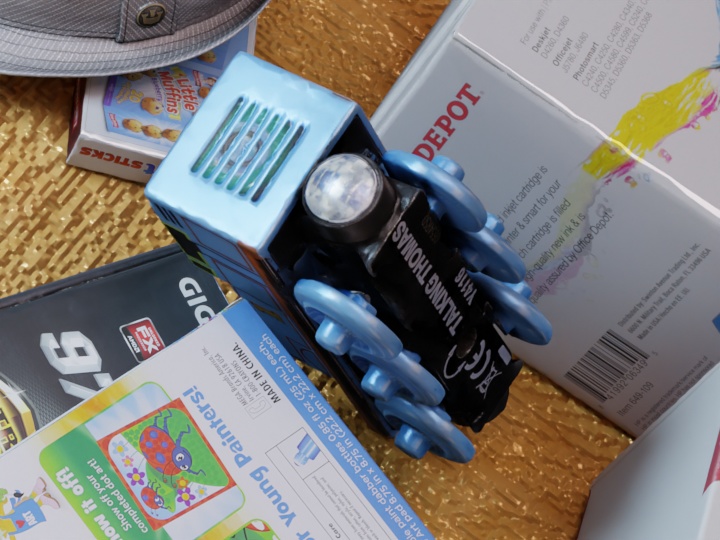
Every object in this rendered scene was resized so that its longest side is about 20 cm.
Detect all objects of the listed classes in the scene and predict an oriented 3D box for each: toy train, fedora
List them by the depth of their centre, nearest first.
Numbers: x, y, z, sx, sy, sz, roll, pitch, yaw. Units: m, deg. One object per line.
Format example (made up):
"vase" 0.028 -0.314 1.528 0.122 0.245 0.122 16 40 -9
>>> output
"toy train" 0.000 0.000 1.147 0.114 0.200 0.087 29 77 27
"fedora" -0.113 -0.171 1.227 0.200 0.090 0.177 -3 58 -14

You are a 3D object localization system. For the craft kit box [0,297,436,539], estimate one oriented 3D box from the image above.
"craft kit box" -0.056 0.138 1.058 0.197 0.049 0.200 -32 80 -37

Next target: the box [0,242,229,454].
"box" -0.088 0.100 1.121 0.159 0.046 0.200 -18 70 -33

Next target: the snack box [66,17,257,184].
"snack box" -0.080 -0.124 1.280 0.072 0.024 0.200 15 55 -16

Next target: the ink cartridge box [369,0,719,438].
"ink cartridge box" 0.115 -0.048 1.251 0.200 0.147 0.146 34 52 -4

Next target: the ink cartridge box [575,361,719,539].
"ink cartridge box" 0.189 0.154 1.162 0.200 0.145 0.145 27 52 -10
